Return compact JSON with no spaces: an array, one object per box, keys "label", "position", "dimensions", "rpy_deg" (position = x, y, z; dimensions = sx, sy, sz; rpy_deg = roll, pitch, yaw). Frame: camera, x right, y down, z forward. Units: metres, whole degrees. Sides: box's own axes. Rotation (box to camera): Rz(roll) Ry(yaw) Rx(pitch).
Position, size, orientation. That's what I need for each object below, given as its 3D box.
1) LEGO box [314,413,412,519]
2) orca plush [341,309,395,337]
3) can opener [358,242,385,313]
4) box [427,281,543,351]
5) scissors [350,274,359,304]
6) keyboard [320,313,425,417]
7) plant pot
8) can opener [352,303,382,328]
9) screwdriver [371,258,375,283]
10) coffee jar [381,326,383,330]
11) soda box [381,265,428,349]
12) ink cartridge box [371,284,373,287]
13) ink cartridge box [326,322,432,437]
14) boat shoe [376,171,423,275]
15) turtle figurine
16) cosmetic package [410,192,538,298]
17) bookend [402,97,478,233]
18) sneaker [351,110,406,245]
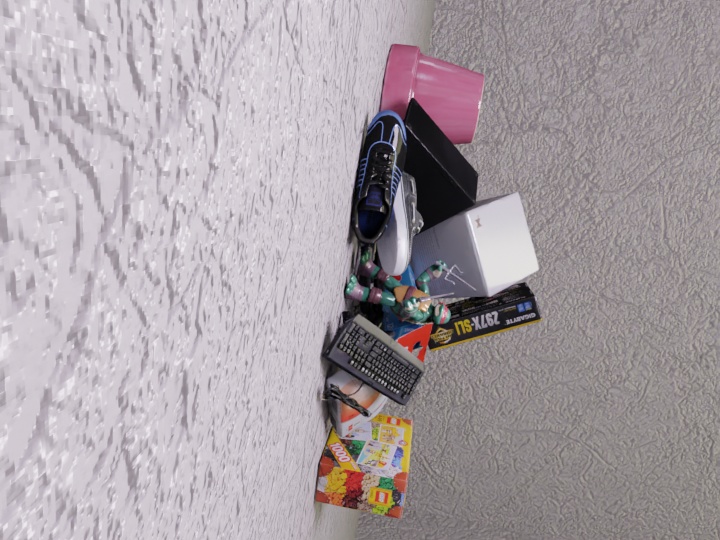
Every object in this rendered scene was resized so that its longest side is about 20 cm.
[{"label":"LEGO box","position":[0.013,0.338,1.002],"dimensions":[0.200,0.148,0.078],"rpy_deg":[-62,160,-74]},{"label":"orca plush","position":[0.002,0.090,0.904],"dimensions":[0.071,0.105,0.200],"rpy_deg":[64,23,-4]},{"label":"can opener","position":[0.024,-0.020,0.996],"dimensions":[0.079,0.063,0.201],"rpy_deg":[-142,-119,-73]},{"label":"box","position":[0.219,0.081,1.013],"dimensions":[0.160,0.199,0.050],"rpy_deg":[-30,103,-78]},{"label":"scissors","position":[0.000,0.000,1.049],"dimensions":[0.200,0.014,0.073],"rpy_deg":[-61,161,-71]},{"label":"keyboard","position":[0.015,0.155,0.808],"dimensions":[0.200,0.021,0.127],"rpy_deg":[40,83,-40]},{"label":"plant pot","position":[0.137,-0.320,1.068],"dimensions":[0.200,0.178,0.201],"rpy_deg":[9,90,-85]},{"label":"can opener","position":[0.006,0.140,1.054],"dimensions":[0.053,0.066,0.201],"rpy_deg":[134,-34,-77]},{"label":"screwdriver","position":[0.058,-0.042,1.136],"dimensions":[0.200,0.028,0.029],"rpy_deg":[-55,178,-45]},{"label":"coffee jar","position":[0.031,0.154,1.173],"dimensions":[0.104,0.085,0.201],"rpy_deg":[-159,-102,-78]},{"label":"soda box","position":[0.077,0.062,1.059],"dimensions":[0.200,0.068,0.064],"rpy_deg":[-95,162,-53]},{"label":"ink cartridge box","position":[0.067,-0.024,1.316],"dimensions":[0.109,0.050,0.201],"rpy_deg":[-52,160,-78]},{"label":"ink cartridge box","position":[0.040,0.184,0.918],"dimensions":[0.050,0.199,0.162],"rpy_deg":[55,-20,30]},{"label":"boat shoe","position":[0.071,-0.084,0.908],"dimensions":[0.072,0.071,0.201],"rpy_deg":[-38,-133,56]},{"label":"turtle figurine","position":[0.082,0.041,0.917],"dimensions":[0.150,0.199,0.101],"rpy_deg":[-58,165,-60]},{"label":"cosmetic package","position":[0.214,-0.046,1.127],"dimensions":[0.167,0.200,0.167],"rpy_deg":[-22,99,-35]},{"label":"bookend","position":[0.079,-0.171,1.027],"dimensions":[0.200,0.199,0.092],"rpy_deg":[-28,-147,37]},{"label":"sneaker","position":[0.029,-0.134,0.828],"dimensions":[0.078,0.070,0.201],"rpy_deg":[-87,-175,-72]}]
